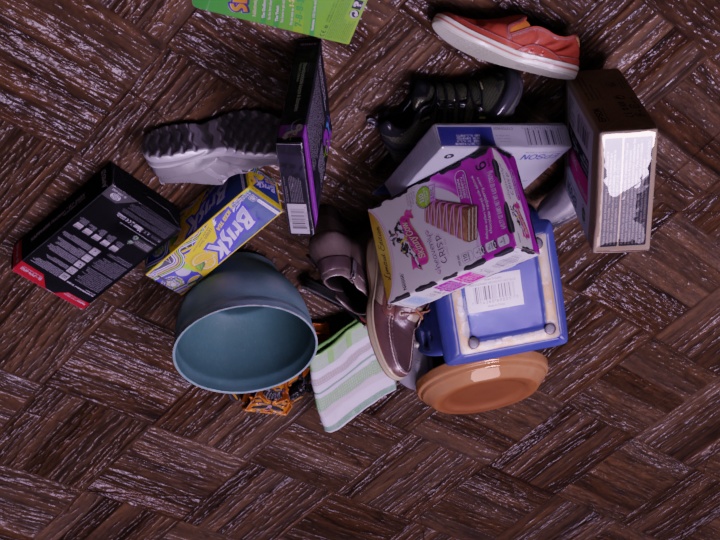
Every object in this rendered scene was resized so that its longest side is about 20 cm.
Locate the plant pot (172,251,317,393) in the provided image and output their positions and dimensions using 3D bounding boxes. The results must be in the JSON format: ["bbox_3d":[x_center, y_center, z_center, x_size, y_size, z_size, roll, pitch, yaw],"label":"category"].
[{"bbox_3d":[-0.166,0.061,1.644,0.199,0.135,0.201,-6,140,-5],"label":"plant pot"}]

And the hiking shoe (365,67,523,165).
[{"bbox_3d":[0.110,-0.208,1.490,0.199,0.076,0.101,-29,139,15],"label":"hiking shoe"}]

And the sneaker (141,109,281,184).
[{"bbox_3d":[-0.173,-0.150,1.491,0.199,0.075,0.082,-3,146,2],"label":"sneaker"}]

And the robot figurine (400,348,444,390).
[{"bbox_3d":[0.141,0.116,1.792,0.199,0.125,0.151,-6,133,-9],"label":"robot figurine"}]

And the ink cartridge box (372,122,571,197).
[{"bbox_3d":[0.142,-0.129,1.530,0.199,0.041,0.200,-4,160,-25],"label":"ink cartridge box"}]

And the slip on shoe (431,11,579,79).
[{"bbox_3d":[0.182,-0.288,1.446,0.199,0.074,0.062,12,92,-15],"label":"slip on shoe"}]

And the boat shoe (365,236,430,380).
[{"bbox_3d":[0.054,0.042,1.549,0.072,0.201,0.072,-15,157,31],"label":"boat shoe"}]

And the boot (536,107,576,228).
[{"bbox_3d":[0.292,-0.160,1.603,0.200,0.070,0.132,-45,126,13],"label":"boot"}]

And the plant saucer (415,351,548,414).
[{"bbox_3d":[0.181,0.169,1.724,0.199,0.038,0.200,-9,156,-4],"label":"plant saucer"}]

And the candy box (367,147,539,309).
[{"bbox_3d":[0.112,-0.050,1.464,0.200,0.137,0.061,-26,156,33],"label":"candy box"}]

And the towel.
[{"bbox_3d":[-0.009,0.156,1.807,0.149,0.031,0.200,-35,144,-21],"label":"towel"}]

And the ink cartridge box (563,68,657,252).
[{"bbox_3d":[0.307,-0.140,1.460,0.075,0.200,0.165,-4,120,-1],"label":"ink cartridge box"}]

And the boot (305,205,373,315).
[{"bbox_3d":[0.000,0.000,1.618,0.070,0.147,0.200,-37,131,27],"label":"boot"}]

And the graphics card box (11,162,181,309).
[{"bbox_3d":[-0.351,-0.043,1.556,0.200,0.051,0.125,-36,132,22],"label":"graphics card box"}]

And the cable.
[{"bbox_3d":[-0.012,0.062,1.652,0.051,0.199,0.097,-69,157,0],"label":"cable"}]

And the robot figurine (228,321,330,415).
[{"bbox_3d":[-0.126,0.153,1.803,0.144,0.058,0.200,9,131,-22],"label":"robot figurine"}]

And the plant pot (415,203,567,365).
[{"bbox_3d":[0.172,0.020,1.605,0.199,0.180,0.201,-10,99,-6],"label":"plant pot"}]

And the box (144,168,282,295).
[{"bbox_3d":[-0.200,-0.057,1.571,0.200,0.064,0.070,-38,131,22],"label":"box"}]

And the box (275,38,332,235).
[{"bbox_3d":[-0.066,-0.162,1.405,0.036,0.201,0.143,2,136,7],"label":"box"}]

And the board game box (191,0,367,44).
[{"bbox_3d":[-0.089,-0.327,1.355,0.199,0.030,0.096,7,131,-25],"label":"board game box"}]
